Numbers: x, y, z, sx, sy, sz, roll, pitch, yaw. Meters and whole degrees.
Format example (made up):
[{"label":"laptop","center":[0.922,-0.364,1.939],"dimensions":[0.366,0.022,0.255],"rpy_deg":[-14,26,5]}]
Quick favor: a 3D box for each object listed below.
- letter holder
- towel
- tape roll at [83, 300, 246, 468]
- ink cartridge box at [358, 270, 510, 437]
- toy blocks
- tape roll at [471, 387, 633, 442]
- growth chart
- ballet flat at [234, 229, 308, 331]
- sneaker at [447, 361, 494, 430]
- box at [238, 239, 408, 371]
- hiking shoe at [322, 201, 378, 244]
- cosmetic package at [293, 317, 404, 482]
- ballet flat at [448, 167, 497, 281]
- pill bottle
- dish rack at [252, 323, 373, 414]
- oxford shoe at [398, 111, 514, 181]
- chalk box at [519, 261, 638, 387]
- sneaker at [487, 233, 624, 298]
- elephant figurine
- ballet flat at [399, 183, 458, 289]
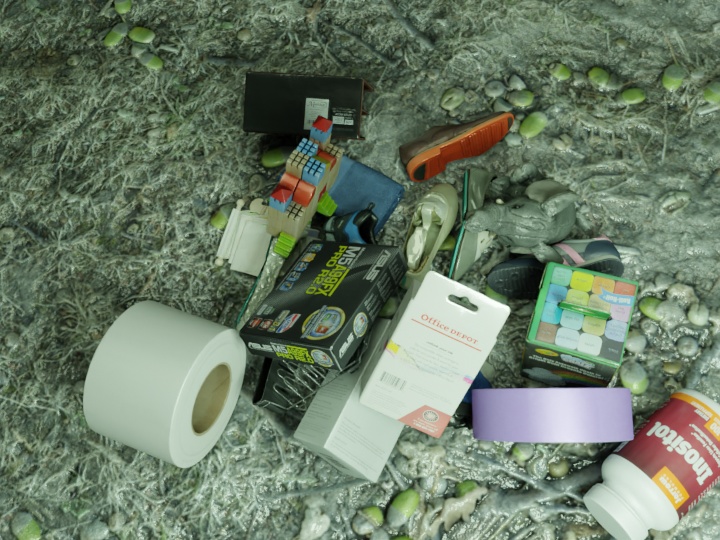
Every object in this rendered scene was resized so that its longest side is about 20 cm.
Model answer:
[{"label":"letter holder","center":[-0.084,-0.280,1.317],"dimensions":[0.199,0.142,0.101],"rpy_deg":[6,98,9]},{"label":"towel","center":[-0.033,-0.136,1.260],"dimensions":[0.200,0.049,0.112],"rpy_deg":[29,72,20]},{"label":"tape roll","center":[-0.267,0.157,1.068],"dimensions":[0.139,0.203,0.203],"rpy_deg":[18,68,16]},{"label":"ink cartridge box","center":[0.091,0.094,0.947],"dimensions":[0.116,0.068,0.200],"rpy_deg":[25,112,-4]},{"label":"toy blocks","center":[-0.081,-0.137,1.147],"dimensions":[0.100,0.137,0.200],"rpy_deg":[26,61,5]},{"label":"tape roll","center":[0.244,0.184,0.981],"dimensions":[0.199,0.200,0.066],"rpy_deg":[-2,81,7]},{"label":"growth chart","center":[-0.139,-0.041,1.246],"dimensions":[0.199,0.018,0.145],"rpy_deg":[19,68,16]},{"label":"ballet flat","center":[-0.130,0.009,1.177],"dimensions":[0.071,0.072,0.201],"rpy_deg":[14,68,14]},{"label":"sneaker","center":[0.105,0.152,1.036],"dimensions":[0.077,0.200,0.112],"rpy_deg":[-3,61,44]},{"label":"box","center":[-0.048,0.040,1.045],"dimensions":[0.160,0.044,0.200],"rpy_deg":[5,45,36]},{"label":"hiking shoe","center":[0.000,0.000,1.153],"dimensions":[0.086,0.074,0.201],"rpy_deg":[-21,73,29]},{"label":"cosmetic package","center":[0.010,0.175,1.062],"dimensions":[0.081,0.113,0.200],"rpy_deg":[0,53,52]},{"label":"ballet flat","center":[0.182,-0.072,1.192],"dimensions":[0.063,0.067,0.201],"rpy_deg":[11,67,3]},{"label":"pill bottle","center":[0.388,0.256,0.981],"dimensions":[0.200,0.113,0.113],"rpy_deg":[-40,66,-11]},{"label":"dish rack","center":[-0.060,0.107,1.073],"dimensions":[0.200,0.055,0.154],"rpy_deg":[-36,29,34]},{"label":"oxford shoe","center":[0.157,-0.224,1.265],"dimensions":[0.199,0.071,0.073],"rpy_deg":[-25,59,-4]},{"label":"chalk box","center":[0.294,0.074,1.031],"dimensions":[0.124,0.200,0.124],"rpy_deg":[15,68,14]},{"label":"sneaker","center":[0.290,-0.010,1.157],"dimensions":[0.199,0.070,0.082],"rpy_deg":[-5,43,6]},{"label":"elephant figurine","center":[0.241,-0.067,1.076],"dimensions":[0.155,0.200,0.142],"rpy_deg":[-27,102,15]},{"label":"ballet flat","center":[0.104,-0.065,1.197],"dimensions":[0.069,0.070,0.201],"rpy_deg":[15,68,14]}]
